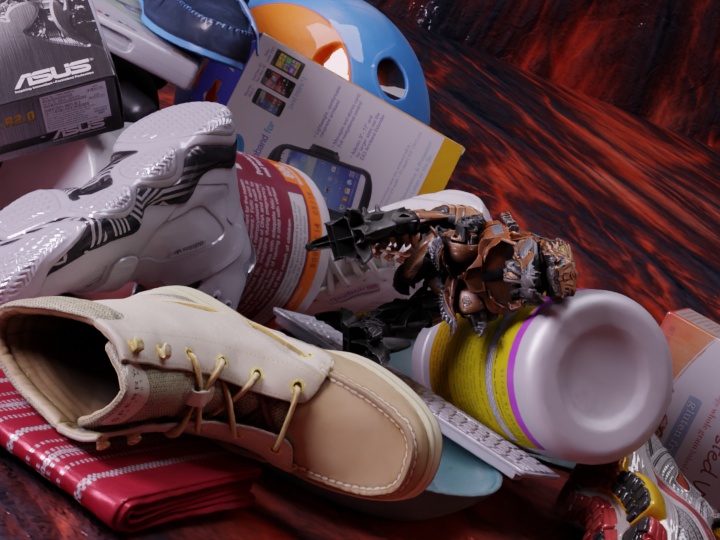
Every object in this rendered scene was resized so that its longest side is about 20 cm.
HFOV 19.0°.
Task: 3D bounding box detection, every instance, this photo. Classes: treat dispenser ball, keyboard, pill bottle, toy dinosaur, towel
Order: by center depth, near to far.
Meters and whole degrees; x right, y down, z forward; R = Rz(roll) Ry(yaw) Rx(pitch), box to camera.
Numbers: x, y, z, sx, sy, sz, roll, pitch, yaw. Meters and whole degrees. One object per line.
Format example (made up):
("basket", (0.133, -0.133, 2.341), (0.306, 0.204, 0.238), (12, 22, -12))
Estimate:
("towel", (-0.158, 0.069, 1.085), (0.199, 0.023, 0.144), (30, 13, 22))
("keyboard", (0.032, 0.074, 1.308), (0.200, 0.011, 0.056), (32, 14, 28))
("toy dinosaur", (0.046, 0.001, 1.308), (0.135, 0.103, 0.200), (-18, -3, -29))
("pill bottle", (-0.123, -0.028, 1.340), (0.199, 0.115, 0.114), (13, 17, -47))
("pill bottle", (0.105, 0.062, 1.353), (0.104, 0.105, 0.200), (21, -7, -22))
("treat dispenser ball", (-0.045, -0.120, 1.674), (0.200, 0.202, 0.201), (24, 12, -6))

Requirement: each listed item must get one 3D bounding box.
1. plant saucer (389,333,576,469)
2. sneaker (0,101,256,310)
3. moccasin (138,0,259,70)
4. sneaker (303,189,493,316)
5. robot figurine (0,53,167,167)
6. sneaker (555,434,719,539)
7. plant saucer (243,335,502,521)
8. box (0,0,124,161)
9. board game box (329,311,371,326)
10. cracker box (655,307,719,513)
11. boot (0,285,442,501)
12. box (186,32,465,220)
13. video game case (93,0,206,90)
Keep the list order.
("plant saucer", (0.105, 0.078, 1.538), (0.200, 0.039, 0.201), (24, 12, -5))
("sneaker", (-0.129, -0.003, 1.200), (0.075, 0.115, 0.200), (8, 36, 40))
("moccasin", (-0.115, -0.194, 1.486), (0.080, 0.068, 0.200), (23, 12, -27))
("sneaker", (0.000, 0.000, 1.433), (0.199, 0.075, 0.099), (-19, -7, 38))
("robot figurine", (-0.220, -0.121, 1.501), (0.200, 0.125, 0.150), (35, 10, 36))
("sneaker", (0.175, 0.152, 1.321), (0.082, 0.078, 0.200), (32, 17, -13))
("plant saucer", (-0.015, 0.093, 1.244), (0.199, 0.036, 0.200), (24, 12, -5))
("box", (-0.253, -0.127, 1.263), (0.199, 0.048, 0.159), (-15, 53, -9))
("board game box", (0.067, 0.025, 1.599), (0.104, 0.024, 0.200), (-5, -2, 26))
("cracker box", (0.263, 0.130, 1.414), (0.199, 0.135, 0.058), (29, 13, 19))
("boot", (-0.071, 0.063, 1.064), (0.199, 0.072, 0.154), (25, 11, 26))
("box", (-0.037, -0.083, 1.554), (0.199, 0.120, 0.041), (29, -5, -16))
("video game case", (-0.189, -0.187, 1.507), (0.182, 0.022, 0.200), (27, 10, -6))
